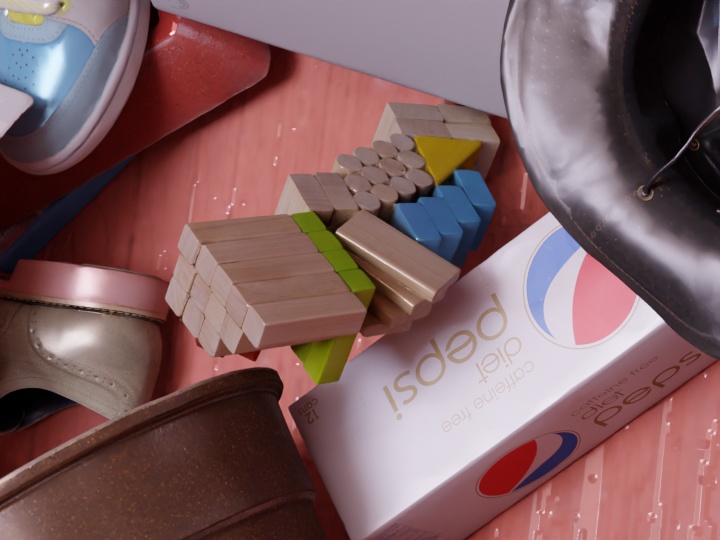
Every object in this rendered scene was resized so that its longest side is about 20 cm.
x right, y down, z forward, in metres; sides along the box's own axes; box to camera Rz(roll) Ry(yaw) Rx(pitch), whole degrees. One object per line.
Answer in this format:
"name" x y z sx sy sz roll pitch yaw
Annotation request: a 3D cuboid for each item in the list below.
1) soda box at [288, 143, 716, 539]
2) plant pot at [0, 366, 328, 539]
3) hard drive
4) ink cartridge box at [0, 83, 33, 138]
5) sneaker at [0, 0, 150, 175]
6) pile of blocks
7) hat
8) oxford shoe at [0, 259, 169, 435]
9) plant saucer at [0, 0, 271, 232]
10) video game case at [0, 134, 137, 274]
"soda box" 0.073 0.030 1.050 0.200 0.064 0.068 -37 63 18
"plant pot" -0.069 0.172 1.024 0.200 0.200 0.199 -34 80 19
"hard drive" -0.003 -0.114 1.061 0.199 0.132 0.026 18 71 18
"ink cartridge box" -0.246 -0.011 1.109 0.161 0.050 0.200 21 59 23
"sneaker" -0.143 -0.147 1.117 0.079 0.130 0.202 7 83 31
"pile of blocks" 0.000 0.000 1.046 0.082 0.200 0.062 33 126 17
"hat" 0.154 -0.068 0.949 0.199 0.081 0.202 2 95 28
"oxford shoe" -0.176 0.033 1.194 0.199 0.071 0.074 1 82 31
"plant saucer" -0.153 -0.133 1.217 0.199 0.037 0.201 -28 67 22
"video game case" -0.161 -0.118 1.250 0.143 0.018 0.200 -43 61 16
